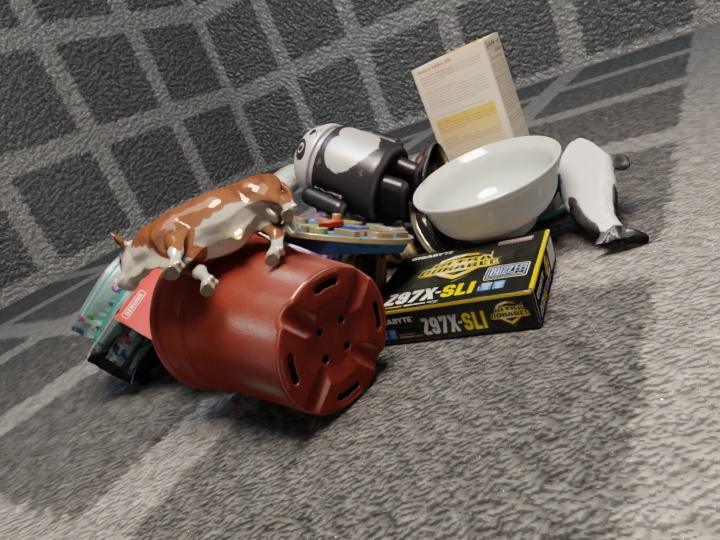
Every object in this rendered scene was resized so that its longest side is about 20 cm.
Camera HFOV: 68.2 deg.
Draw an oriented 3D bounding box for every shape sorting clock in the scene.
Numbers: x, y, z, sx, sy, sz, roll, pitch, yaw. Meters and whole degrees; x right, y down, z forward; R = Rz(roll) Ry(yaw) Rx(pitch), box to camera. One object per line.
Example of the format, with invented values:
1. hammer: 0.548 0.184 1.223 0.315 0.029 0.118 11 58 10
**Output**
1. shape sorting clock: -0.032 -0.053 0.673 0.199 0.039 0.200 8 12 -2

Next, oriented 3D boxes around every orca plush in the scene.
1. orca plush: 0.318 -0.091 0.696 0.105 0.071 0.200 -35 37 16

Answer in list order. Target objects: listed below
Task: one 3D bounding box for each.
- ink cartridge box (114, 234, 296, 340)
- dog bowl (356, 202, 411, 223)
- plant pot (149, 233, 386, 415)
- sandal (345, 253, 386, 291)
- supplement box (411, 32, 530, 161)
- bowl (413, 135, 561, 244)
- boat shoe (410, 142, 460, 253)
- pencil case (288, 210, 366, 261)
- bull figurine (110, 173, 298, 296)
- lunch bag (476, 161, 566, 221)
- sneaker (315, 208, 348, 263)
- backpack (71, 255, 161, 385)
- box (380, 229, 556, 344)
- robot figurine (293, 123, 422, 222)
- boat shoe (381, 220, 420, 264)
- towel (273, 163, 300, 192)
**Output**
1. ink cartridge box: -0.200 0.022 0.711 0.200 0.176 0.045 -60 -1 -20
2. dog bowl: 0.061 -0.118 0.955 0.200 0.059 0.200 -2 2 0
3. plant pot: -0.090 0.058 0.579 0.195 0.201 0.201 9 35 44
4. sandal: 0.000 0.000 0.778 0.054 0.081 0.200 -3 9 -13
5. supplement box: 0.181 -0.248 0.840 0.126 0.200 0.074 -8 23 40
6. bowl: 0.180 -0.097 0.724 0.201 0.090 0.201 -22 26 11
7. boat shoe: 0.119 -0.113 0.826 0.072 0.200 0.065 6 -31 -18
8. pencil case: -0.074 -0.017 0.822 0.085 0.084 0.200 1 46 39
9. bull figurine: -0.151 -0.033 0.524 0.200 0.065 0.121 -32 43 -12
10. lunch bag: 0.257 -0.135 0.876 0.160 0.077 0.200 -15 19 26
11. sneaker: -0.052 -0.086 1.040 0.073 0.112 0.200 -23 18 1
12. backpack: -0.320 0.045 0.811 0.200 0.150 0.178 -48 13 11
13. box: 0.123 0.020 0.641 0.200 0.049 0.160 -11 23 31
14. robot figurine: -0.006 -0.149 0.805 0.200 0.125 0.150 24 19 22
15. boat shoe: 0.048 -0.039 0.867 0.065 0.072 0.200 -28 13 -2
16. towel: -0.196 -0.100 0.938 0.200 0.048 0.171 -26 23 41
